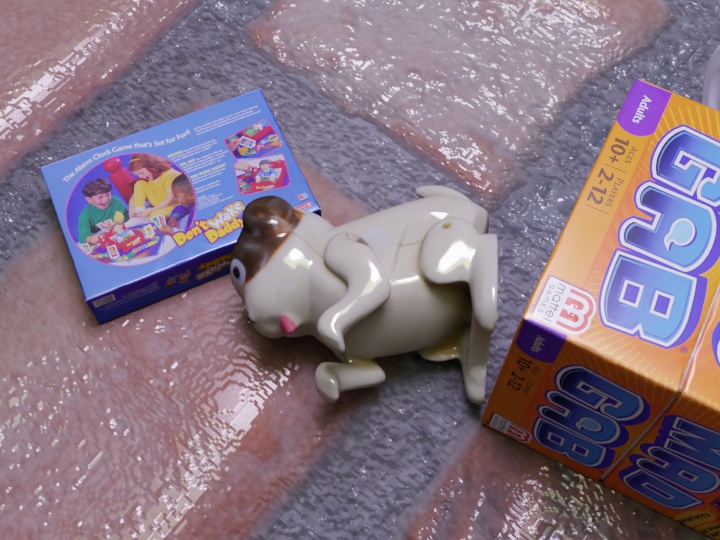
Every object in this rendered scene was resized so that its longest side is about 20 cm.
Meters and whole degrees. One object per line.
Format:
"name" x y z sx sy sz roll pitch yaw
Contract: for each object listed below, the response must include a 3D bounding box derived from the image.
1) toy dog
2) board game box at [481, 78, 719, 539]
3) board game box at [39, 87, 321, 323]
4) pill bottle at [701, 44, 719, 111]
"toy dog" 0.000 0.000 0.724 0.198 0.140 0.196 2 61 2
"board game box" 0.224 0.035 0.671 0.198 0.200 0.201 25 66 12
"board game box" -0.148 -0.057 0.801 0.198 0.045 0.135 -22 65 -11
"pill bottle" 0.406 -0.145 0.816 0.198 0.111 0.112 -3 63 -2
